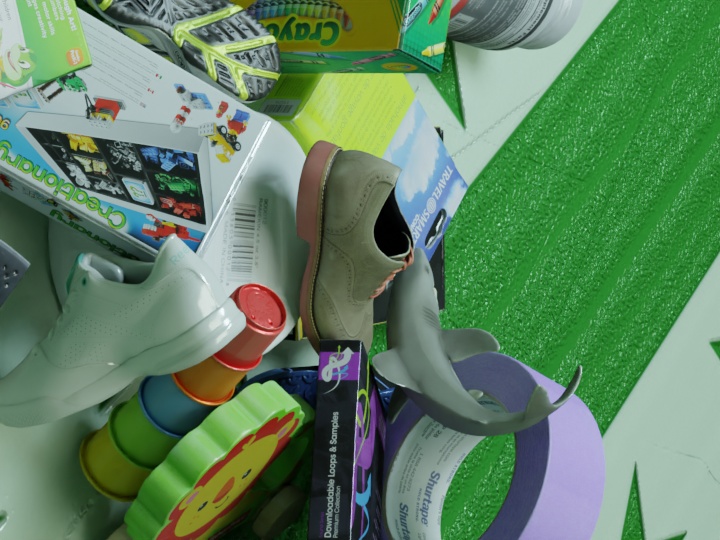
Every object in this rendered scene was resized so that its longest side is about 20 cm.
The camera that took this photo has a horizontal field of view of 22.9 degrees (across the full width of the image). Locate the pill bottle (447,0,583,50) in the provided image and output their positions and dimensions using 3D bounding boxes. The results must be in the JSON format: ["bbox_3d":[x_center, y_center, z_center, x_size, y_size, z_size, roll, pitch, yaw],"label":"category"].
[{"bbox_3d":[0.099,-0.249,1.504,0.200,0.116,0.116,5,89,-54],"label":"pill bottle"}]

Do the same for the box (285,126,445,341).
[{"bbox_3d":[-0.005,-0.035,1.445,0.200,0.049,0.160,-8,98,-52],"label":"box"}]

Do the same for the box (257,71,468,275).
[{"bbox_3d":[0.005,-0.090,1.372,0.122,0.048,0.200,-61,137,-28],"label":"box"}]

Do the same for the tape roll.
[{"bbox_3d":[0.087,0.165,1.338,0.066,0.200,0.200,29,70,-35],"label":"tape roll"}]

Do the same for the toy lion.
[{"bbox_3d":[-0.092,0.143,1.245,0.200,0.069,0.192,-30,157,-48],"label":"toy lion"}]

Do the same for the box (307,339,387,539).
[{"bbox_3d":[-0.009,0.169,1.282,0.143,0.036,0.200,73,19,-62],"label":"box"}]

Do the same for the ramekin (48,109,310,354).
[{"bbox_3d":[-0.115,-0.025,1.258,0.200,0.098,0.201,-7,98,-52],"label":"ramekin"}]

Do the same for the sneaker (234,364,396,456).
[{"bbox_3d":[-0.021,0.110,1.428,0.200,0.078,0.070,6,91,-32],"label":"sneaker"}]

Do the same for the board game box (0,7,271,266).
[{"bbox_3d":[-0.171,-0.091,1.138,0.200,0.035,0.126,30,65,-10],"label":"board game box"}]

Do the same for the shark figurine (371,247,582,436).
[{"bbox_3d":[0.056,0.079,1.298,0.089,0.214,0.128,18,105,-42],"label":"shark figurine"}]

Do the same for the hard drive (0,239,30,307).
[{"bbox_3d":[-0.299,0.002,1.026,0.135,0.042,0.200,-55,140,1],"label":"hard drive"}]

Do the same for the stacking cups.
[{"bbox_3d":[-0.117,0.076,1.192,0.060,0.200,0.061,26,38,-22],"label":"stacking cups"}]

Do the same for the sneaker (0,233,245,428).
[{"bbox_3d":[-0.168,0.034,1.133,0.089,0.200,0.075,59,30,-12],"label":"sneaker"}]

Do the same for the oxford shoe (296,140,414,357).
[{"bbox_3d":[0.000,0.000,1.261,0.200,0.075,0.071,85,23,-46],"label":"oxford shoe"}]

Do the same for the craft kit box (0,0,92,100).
[{"bbox_3d":[-0.273,-0.181,1.029,0.197,0.048,0.200,-24,115,-25],"label":"craft kit box"}]

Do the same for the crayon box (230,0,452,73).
[{"bbox_3d":[-0.028,-0.204,1.269,0.058,0.200,0.119,19,78,-53],"label":"crayon box"}]

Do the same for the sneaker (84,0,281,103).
[{"bbox_3d":[-0.148,-0.179,1.214,0.200,0.076,0.075,43,64,-19],"label":"sneaker"}]
